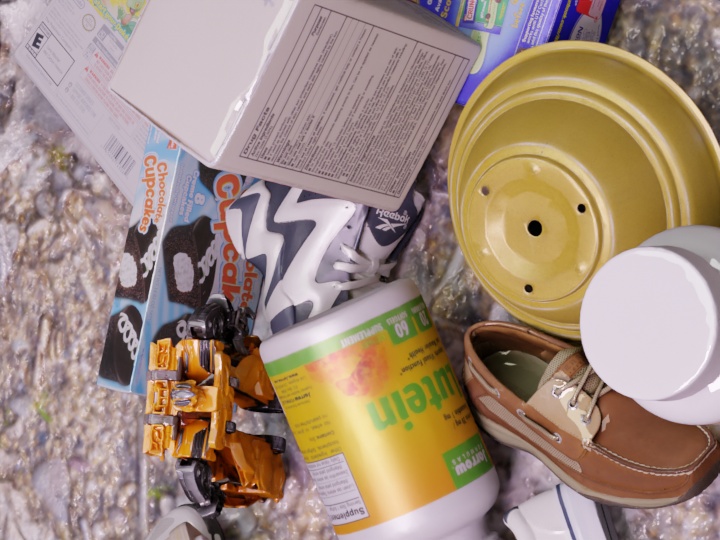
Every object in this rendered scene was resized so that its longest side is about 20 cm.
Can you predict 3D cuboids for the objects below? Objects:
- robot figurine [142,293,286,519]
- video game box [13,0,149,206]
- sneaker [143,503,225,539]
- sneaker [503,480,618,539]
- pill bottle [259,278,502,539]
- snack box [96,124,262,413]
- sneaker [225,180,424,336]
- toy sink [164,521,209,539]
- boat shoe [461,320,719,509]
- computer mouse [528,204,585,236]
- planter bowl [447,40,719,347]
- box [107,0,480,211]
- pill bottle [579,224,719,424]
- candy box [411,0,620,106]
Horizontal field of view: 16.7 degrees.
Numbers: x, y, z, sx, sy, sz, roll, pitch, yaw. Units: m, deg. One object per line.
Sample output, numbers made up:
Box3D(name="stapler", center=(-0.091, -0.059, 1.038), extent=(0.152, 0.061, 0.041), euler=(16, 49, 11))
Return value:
Box3D(name="robot figurine", center=(-0.094, 0.096, 1.629), extent=(0.058, 0.200, 0.146), euler=(0, 79, 16))
Box3D(name="video game box", center=(-0.151, -0.169, 1.827), extent=(0.183, 0.047, 0.200), euler=(-53, 55, 18))
Box3D(name="sneaker", center=(-0.177, 0.249, 1.711), extent=(0.076, 0.115, 0.201), euler=(37, 102, 36))
Box3D(name="sneaker", center=(0.139, 0.226, 1.505), extent=(0.070, 0.073, 0.201), euler=(-23, 56, 14))
Box3D(name="pill bottle", center=(0.022, 0.116, 1.565), extent=(0.111, 0.111, 0.201), euler=(-23, 91, 31))
Box3D(name="snack box", center=(-0.115, -0.007, 1.720), extent=(0.037, 0.116, 0.202), euler=(8, 86, 37))
Box3D(name="sneaker", center=(0.000, 0.000, 1.655), extent=(0.129, 0.079, 0.200), euler=(-40, 57, 25))
Box3D(name="toy sink", center=(-0.108, 0.256, 1.612), extent=(0.199, 0.112, 0.131), euler=(-35, 39, 11))
Box3D(name="boat shoe", center=(0.133, 0.085, 1.518), extent=(0.199, 0.074, 0.076), euler=(20, 53, 42))
Box3D(name="computer mouse", center=(0.180, -0.020, 1.554), extent=(0.199, 0.034, 0.059), euler=(-1, 79, 36))
Box3D(name="planter bowl", center=(0.123, -0.035, 1.518), extent=(0.199, 0.083, 0.202), euler=(11, 111, 29))
Box3D(name="box", center=(-0.039, -0.128, 1.546), extent=(0.109, 0.199, 0.128), euler=(36, 103, 34))
Box3D(name="pill bottle", center=(0.207, 0.032, 1.408), extent=(0.112, 0.199, 0.114), euler=(-1, 89, 33))
Box3D(name="candy box", center=(0.075, -0.199, 1.644), extent=(0.199, 0.077, 0.170), euler=(23, 96, 37))
